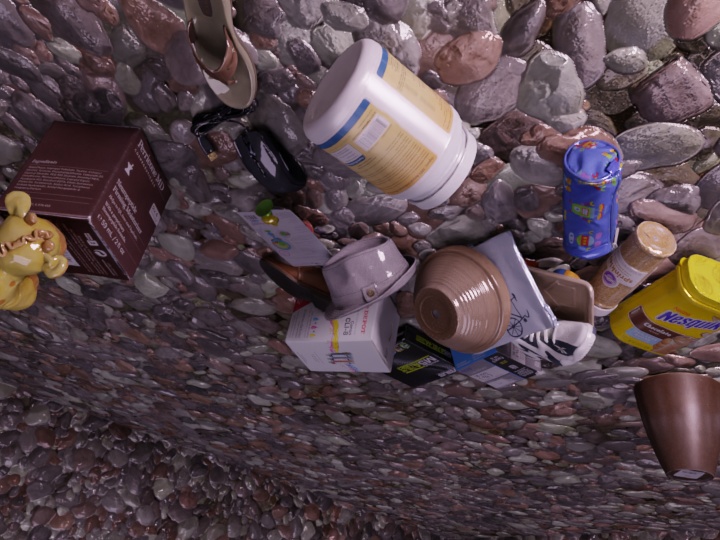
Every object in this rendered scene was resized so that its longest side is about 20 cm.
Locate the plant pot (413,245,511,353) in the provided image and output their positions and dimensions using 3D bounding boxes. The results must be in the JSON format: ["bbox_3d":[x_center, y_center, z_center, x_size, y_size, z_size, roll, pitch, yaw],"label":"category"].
[{"bbox_3d":[0.160,0.063,0.995,0.200,0.092,0.203,21,120,41],"label":"plant pot"}]

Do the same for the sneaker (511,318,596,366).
[{"bbox_3d":[0.316,0.104,0.994,0.129,0.080,0.199,31,171,-9],"label":"sneaker"}]

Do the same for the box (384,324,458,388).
[{"bbox_3d":[0.124,0.219,1.374,0.192,0.048,0.200,31,142,-22],"label":"box"}]

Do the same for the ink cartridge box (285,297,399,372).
[{"bbox_3d":[-0.032,0.124,1.196,0.198,0.146,0.145,-3,143,21],"label":"ink cartridge box"}]

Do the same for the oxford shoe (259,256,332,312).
[{"bbox_3d":[-0.117,0.017,1.147,0.199,0.072,0.071,28,153,6],"label":"oxford shoe"}]

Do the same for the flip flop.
[{"bbox_3d":[-0.189,-0.293,0.717,0.080,0.058,0.201,7,146,7],"label":"flip flop"}]

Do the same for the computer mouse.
[{"bbox_3d":[-0.185,-0.179,0.892,0.139,0.046,0.200,-8,141,25],"label":"computer mouse"}]

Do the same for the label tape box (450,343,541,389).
[{"bbox_3d":[0.291,0.195,1.269,0.199,0.064,0.144,26,143,-20],"label":"label tape box"}]

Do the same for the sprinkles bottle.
[{"bbox_3d":[0.445,0.002,0.936,0.067,0.069,0.201,13,146,-1],"label":"sprinkles bottle"}]

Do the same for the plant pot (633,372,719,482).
[{"bbox_3d":[0.730,0.364,1.252,0.185,0.202,0.188,9,146,6],"label":"plant pot"}]

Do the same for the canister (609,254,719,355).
[{"bbox_3d":[0.566,0.070,0.981,0.147,0.087,0.200,19,147,-9],"label":"canister"}]

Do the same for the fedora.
[{"bbox_3d":[0.000,0.000,1.013,0.198,0.177,0.091,-23,107,19],"label":"fedora"}]

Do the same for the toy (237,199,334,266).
[{"bbox_3d":[-0.123,-0.071,1.024,0.114,0.048,0.200,0,156,28],"label":"toy"}]

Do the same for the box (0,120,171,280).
[{"bbox_3d":[-0.450,-0.118,0.928,0.162,0.202,0.167,6,146,8],"label":"box"}]

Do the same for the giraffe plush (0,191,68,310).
[{"bbox_3d":[-0.498,-0.025,0.786,0.161,0.200,0.173,-34,120,5],"label":"giraffe plush"}]

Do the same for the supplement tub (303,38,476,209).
[{"bbox_3d":[0.040,-0.184,0.725,0.199,0.146,0.144,31,142,-26],"label":"supplement tub"}]

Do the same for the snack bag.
[{"bbox_3d":[0.234,0.040,0.992,0.021,0.190,0.200,-21,172,-41],"label":"snack bag"}]

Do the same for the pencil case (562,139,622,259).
[{"bbox_3d":[0.341,-0.096,0.814,0.086,0.078,0.201,27,158,35],"label":"pencil case"}]

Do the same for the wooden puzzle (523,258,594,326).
[{"bbox_3d":[0.337,0.043,1.015,0.199,0.046,0.186,23,155,35],"label":"wooden puzzle"}]
